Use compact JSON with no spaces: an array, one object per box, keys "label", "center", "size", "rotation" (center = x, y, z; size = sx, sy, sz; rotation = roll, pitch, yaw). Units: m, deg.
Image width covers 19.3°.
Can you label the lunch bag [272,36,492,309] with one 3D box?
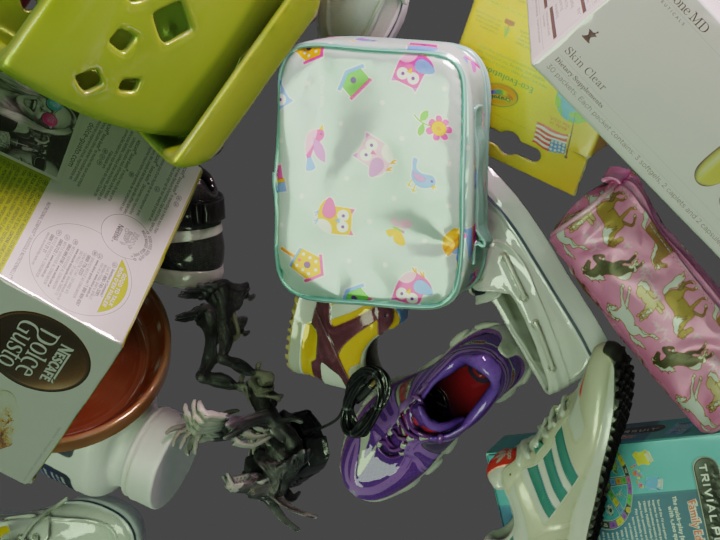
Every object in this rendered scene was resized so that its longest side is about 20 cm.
[{"label":"lunch bag","center":[0.020,-0.069,1.550],"size":[0.160,0.077,0.201],"rotation":[4,102,14]}]

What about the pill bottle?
[{"label":"pill bottle","center":[-0.240,0.122,1.779],"size":[0.199,0.111,0.111],"rotation":[25,115,16]}]

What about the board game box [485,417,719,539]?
[{"label":"board game box","center":[0.210,0.196,1.635],"size":[0.199,0.047,0.152],"rotation":[-8,102,26]}]

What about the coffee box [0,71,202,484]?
[{"label":"coffee box","center":[-0.266,-0.002,1.590],"size":[0.197,0.200,0.200],"rotation":[29,134,-10]}]

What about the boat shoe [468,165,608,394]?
[{"label":"boat shoe","center":[0.110,0.001,1.593],"size":[0.065,0.074,0.200],"rotation":[-35,89,-12]}]

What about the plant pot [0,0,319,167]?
[{"label":"plant pot","center":[-0.154,-0.199,1.535],"size":[0.181,0.199,0.200],"rotation":[34,94,-27]}]

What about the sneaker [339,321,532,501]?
[{"label":"sneaker","center":[0.046,0.113,1.663],"size":[0.081,0.083,0.200],"rotation":[46,120,5]}]

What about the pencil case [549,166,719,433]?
[{"label":"pencil case","center":[0.224,0.021,1.554],"size":[0.086,0.083,0.200],"rotation":[-40,87,-1]}]

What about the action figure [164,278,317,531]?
[{"label":"action figure","center":[-0.102,0.116,1.689],"size":[0.119,0.102,0.201],"rotation":[128,127,-62]}]

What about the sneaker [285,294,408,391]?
[{"label":"sneaker","center":[0.000,0.000,1.658],"size":[0.090,0.075,0.201],"rotation":[16,120,17]}]

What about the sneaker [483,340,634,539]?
[{"label":"sneaker","center":[0.142,0.140,1.581],"size":[0.093,0.070,0.201],"rotation":[16,114,13]}]

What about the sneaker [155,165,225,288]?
[{"label":"sneaker","center":[-0.201,-0.059,1.733],"size":[0.199,0.073,0.112],"rotation":[11,107,12]}]

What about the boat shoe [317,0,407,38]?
[{"label":"boat shoe","center":[0.003,-0.237,1.559],"size":[0.074,0.086,0.203],"rotation":[26,115,15]}]

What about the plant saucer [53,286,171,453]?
[{"label":"plant saucer","center":[-0.254,0.066,1.731],"size":[0.200,0.200,0.032],"rotation":[23,143,16]}]

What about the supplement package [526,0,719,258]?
[{"label":"supplement package","center":[0.218,-0.130,1.425],"size":[0.111,0.156,0.200],"rotation":[-42,106,18]}]

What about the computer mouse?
[{"label":"computer mouse","center":[-0.025,0.125,1.699],"size":[0.200,0.034,0.059],"rotation":[-38,64,50]}]

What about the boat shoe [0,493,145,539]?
[{"label":"boat shoe","center":[-0.289,0.242,1.854],"size":[0.201,0.086,0.075],"rotation":[-4,105,26]}]

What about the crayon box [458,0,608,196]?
[{"label":"crayon box","center":[0.142,-0.171,1.546],"size":[0.127,0.051,0.201],"rotation":[27,115,15]}]

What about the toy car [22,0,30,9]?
[{"label":"toy car","center":[-0.269,-0.252,1.652],"size":[0.199,0.177,0.185],"rotation":[-19,86,16]}]
